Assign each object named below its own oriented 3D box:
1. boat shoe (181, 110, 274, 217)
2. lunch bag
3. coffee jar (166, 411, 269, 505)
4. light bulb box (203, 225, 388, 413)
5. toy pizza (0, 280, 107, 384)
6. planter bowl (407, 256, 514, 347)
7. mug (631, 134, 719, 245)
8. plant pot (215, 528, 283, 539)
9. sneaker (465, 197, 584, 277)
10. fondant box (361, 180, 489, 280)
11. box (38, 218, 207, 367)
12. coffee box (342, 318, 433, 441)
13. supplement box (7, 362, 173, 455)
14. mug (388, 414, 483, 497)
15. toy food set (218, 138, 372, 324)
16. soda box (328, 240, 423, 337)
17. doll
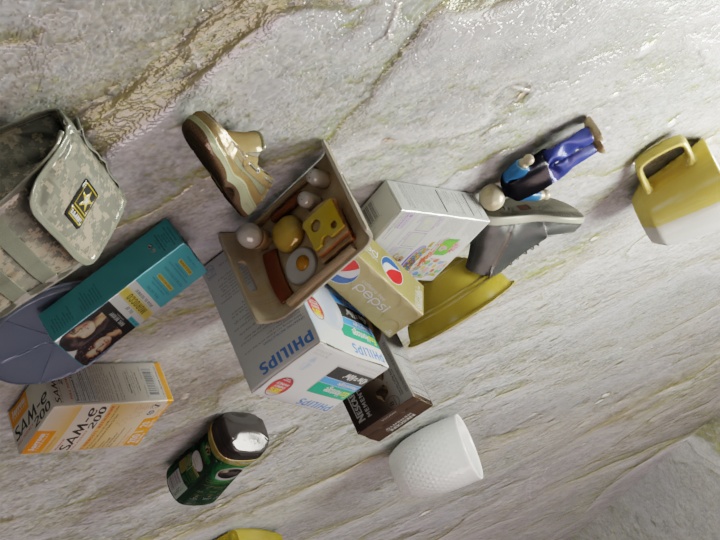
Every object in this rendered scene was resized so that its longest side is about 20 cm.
[{"bbox_3d":[-0.146,-0.137,1.271,0.076,0.072,0.200,-40,161,-7],"label":"boat shoe"},{"bbox_3d":[-0.350,-0.065,1.146,0.199,0.118,0.164,-32,153,-4],"label":"lunch bag"},{"bbox_3d":[-0.250,0.328,1.927,0.104,0.086,0.200,9,136,-44],"label":"coffee jar"},{"bbox_3d":[-0.089,0.068,1.509,0.124,0.201,0.198,-35,152,16],"label":"light bulb box"},{"bbox_3d":[-0.397,0.076,1.423,0.198,0.032,0.201,-25,150,-16],"label":"toy pizza"},{"bbox_3d":[0.140,0.035,1.751,0.199,0.084,0.200,-32,-178,1],"label":"planter bowl"},{"bbox_3d":[0.530,-0.133,1.834,0.152,0.188,0.149,-28,-174,20],"label":"mug"},{"bbox_3d":[-0.269,0.679,2.408,0.199,0.201,0.177,-31,140,7],"label":"plant pot"},{"bbox_3d":[0.252,-0.053,1.717,0.198,0.075,0.107,-3,121,-23],"label":"sneaker"},{"bbox_3d":[0.073,-0.054,1.603,0.199,0.059,0.144,5,138,-45],"label":"fondant box"},{"bbox_3d":[-0.295,0.029,1.376,0.199,0.049,0.082,-38,149,-5],"label":"box"},{"bbox_3d":[0.016,0.153,1.745,0.113,0.201,0.080,-34,152,15],"label":"coffee box"},{"bbox_3d":[-0.390,0.199,1.596,0.199,0.074,0.126,2,139,-44],"label":"supplement box"},{"bbox_3d":[0.159,0.407,2.390,0.174,0.149,0.200,-24,-176,10],"label":"mug"},{"bbox_3d":[-0.085,-0.048,1.379,0.200,0.144,0.060,-40,150,24],"label":"toy food set"},{"bbox_3d":[0.000,0.000,1.511,0.067,0.064,0.200,-34,118,26],"label":"soda box"},{"bbox_3d":[0.267,-0.145,1.630,0.199,0.049,0.137,-30,151,3],"label":"doll"}]
